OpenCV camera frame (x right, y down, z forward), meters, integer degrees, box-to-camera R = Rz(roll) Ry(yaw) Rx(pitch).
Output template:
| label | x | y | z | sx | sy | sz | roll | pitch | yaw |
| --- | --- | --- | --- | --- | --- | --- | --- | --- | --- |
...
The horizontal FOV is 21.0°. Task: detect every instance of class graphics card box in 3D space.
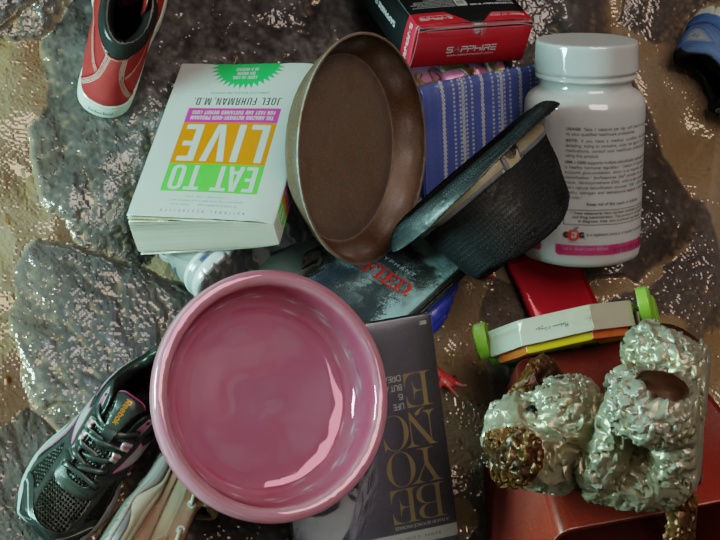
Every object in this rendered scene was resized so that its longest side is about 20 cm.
| label | x | y | z | sx | sy | sz | roll | pitch | yaw |
| --- | --- | --- | --- | --- | --- | --- | --- | --- | --- |
| graphics card box | 0.066 | -0.269 | 1.858 | 0.124 | 0.051 | 0.201 | -7 | 42 | -24 |

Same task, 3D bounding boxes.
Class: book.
| label | x | y | z | sx | sy | sz | roll | pitch | yaw |
| --- | --- | --- | --- | --- | --- | --- | --- | --- | --- |
| book | -0.114 | -0.103 | 1.704 | 0.132 | 0.048 | 0.201 | 0 | 47 | 14 |

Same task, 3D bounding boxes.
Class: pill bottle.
| label | x | y | z | sx | sy | sz | roll | pitch | yaw |
| --- | --- | --- | --- | --- | --- | --- | --- | --- | --- |
| pill bottle | 0.206 | -0.113 | 1.792 | 0.112 | 0.113 | 0.202 | -6 | 106 | -24 |

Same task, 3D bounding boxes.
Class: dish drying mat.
| label | x | y | z | sx | sy | sz | roll | pitch | yaw |
| --- | --- | --- | --- | --- | --- | --- | --- | --- | --- |
| dish drying mat | 0.207 | 0.072 | 1.812 | 0.076 | 0.018 | 0.201 | -14 | 71 | -26 |

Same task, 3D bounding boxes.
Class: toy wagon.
| label | x | y | z | sx | sy | sz | roll | pitch | yaw |
| --- | --- | --- | --- | --- | --- | --- | --- | --- | --- |
| toy wagon | 0.186 | 0.056 | 1.702 | 0.154 | 0.200 | 0.040 | -13 | 80 | 11 |

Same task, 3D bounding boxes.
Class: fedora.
| label | x | y | z | sx | sy | sz | roll | pitch | yaw |
| --- | --- | --- | --- | --- | --- | --- | --- | --- | --- |
| fedora | 0.120 | -0.057 | 1.693 | 0.200 | 0.200 | 0.092 | -41 | 93 | -32 |

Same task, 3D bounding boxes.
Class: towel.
| label | x | y | z | sx | sy | sz | roll | pitch | yaw |
| --- | --- | --- | --- | --- | --- | --- | --- | --- | --- |
| towel | 0.134 | -0.118 | 1.828 | 0.198 | 0.024 | 0.146 | -13 | 110 | -27 |

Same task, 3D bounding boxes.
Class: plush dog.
| label | x | y | z | sx | sy | sz | roll | pitch | yaw |
| --- | --- | --- | --- | --- | --- | --- | --- | --- | --- |
| plush dog | 0.178 | 0.130 | 1.501 | 0.170 | 0.162 | 0.200 | 4 | 16 | 13 |

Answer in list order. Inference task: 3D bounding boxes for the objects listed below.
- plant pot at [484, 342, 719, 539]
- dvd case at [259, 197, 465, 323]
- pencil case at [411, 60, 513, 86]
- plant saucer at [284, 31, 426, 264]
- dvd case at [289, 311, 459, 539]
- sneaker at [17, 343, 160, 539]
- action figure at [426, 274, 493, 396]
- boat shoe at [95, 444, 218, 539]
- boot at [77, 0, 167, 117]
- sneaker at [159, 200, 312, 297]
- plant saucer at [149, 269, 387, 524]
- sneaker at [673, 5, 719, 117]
| label | x | y | z | sx | sy | sz | roll | pitch | yaw |
| --- | --- | --- | --- | --- | --- | --- | --- | --- | --- |
| plant pot | 0.206 | 0.173 | 1.658 | 0.198 | 0.201 | 0.177 | -8 | 59 | -18 |
| dvd case | 0.000 | 0.000 | 1.730 | 0.145 | 0.022 | 0.200 | 33 | 54 | 26 |
| pencil case | 0.048 | -0.159 | 1.827 | 0.198 | 0.086 | 0.084 | -13 | 101 | -26 |
| plant saucer | -0.008 | -0.107 | 1.694 | 0.200 | 0.034 | 0.202 | -9 | 101 | -56 |
| dvd case | 0.003 | 0.146 | 1.639 | 0.147 | 0.016 | 0.202 | -9 | 95 | -19 |
| sneaker | -0.207 | 0.131 | 1.577 | 0.080 | 0.086 | 0.201 | 32 | 58 | -2 |
| action figure | 0.079 | 0.061 | 1.735 | 0.099 | 0.065 | 0.200 | 36 | 57 | 15 |
| boat shoe | -0.143 | 0.176 | 1.594 | 0.072 | 0.076 | 0.201 | 36 | 67 | -6 |
| boot | -0.203 | -0.256 | 1.736 | 0.072 | 0.145 | 0.202 | 12 | 59 | -10 |
| sneaker | -0.094 | -0.056 | 1.717 | 0.082 | 0.075 | 0.200 | 34 | 57 | 30 |
| plant saucer | -0.077 | 0.102 | 1.567 | 0.199 | 0.051 | 0.203 | 3 | 83 | -21 |
| sneaker | 0.401 | -0.177 | 1.986 | 0.200 | 0.079 | 0.089 | 40 | 64 | 10 |
